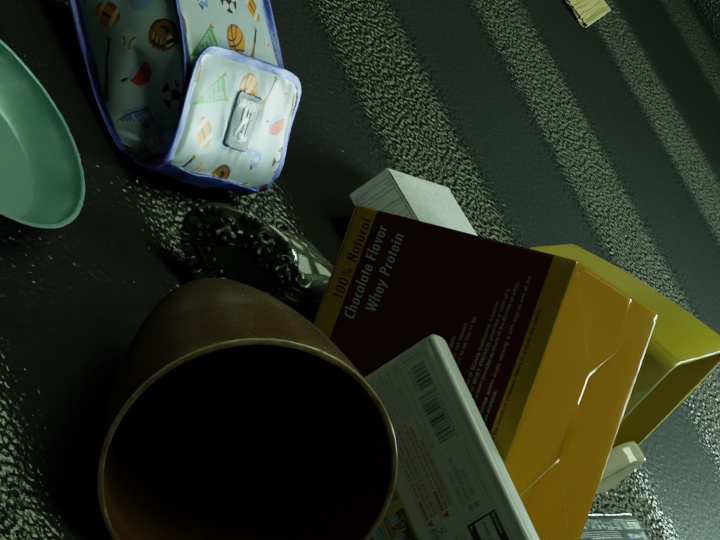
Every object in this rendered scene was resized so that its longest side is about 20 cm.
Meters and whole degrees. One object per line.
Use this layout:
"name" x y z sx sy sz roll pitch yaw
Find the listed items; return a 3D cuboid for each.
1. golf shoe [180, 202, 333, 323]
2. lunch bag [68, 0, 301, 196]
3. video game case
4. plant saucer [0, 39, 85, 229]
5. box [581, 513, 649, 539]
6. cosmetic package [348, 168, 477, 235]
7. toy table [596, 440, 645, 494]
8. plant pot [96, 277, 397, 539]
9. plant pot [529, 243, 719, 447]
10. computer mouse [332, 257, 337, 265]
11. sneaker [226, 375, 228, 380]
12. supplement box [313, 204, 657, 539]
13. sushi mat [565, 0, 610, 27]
"golf shoe" -0.078 -0.002 1.644 0.200 0.078 0.095 38 9 -38
"lunch bag" -0.138 -0.166 1.688 0.170 0.124 0.200 12 62 -60
"video game case" 0.020 0.173 1.408 0.023 0.182 0.200 27 33 -58
"plant saucer" -0.273 -0.103 1.424 0.200 0.036 0.200 44 23 -24
"box" 0.228 0.286 1.779 0.161 0.049 0.200 58 18 19
"cosmetic package" 0.057 -0.042 1.957 0.083 0.051 0.200 61 15 13
"toy table" 0.132 0.201 1.641 0.117 0.184 0.200 -7 71 -47
"plant pot" -0.086 0.086 1.363 0.187 0.187 0.200 43 10 -24
"plant pot" 0.191 0.084 1.902 0.176 0.200 0.200 48 20 15
"computer mouse" 0.000 0.000 1.845 0.059 0.034 0.200 52 15 -8
"sneaker" -0.054 0.060 1.587 0.087 0.075 0.200 47 8 35
"supplement box" 0.074 0.081 1.508 0.200 0.198 0.133 15 -8 37
"sushi mat" 0.337 -0.424 3.179 0.096 0.012 0.200 55 22 -2
